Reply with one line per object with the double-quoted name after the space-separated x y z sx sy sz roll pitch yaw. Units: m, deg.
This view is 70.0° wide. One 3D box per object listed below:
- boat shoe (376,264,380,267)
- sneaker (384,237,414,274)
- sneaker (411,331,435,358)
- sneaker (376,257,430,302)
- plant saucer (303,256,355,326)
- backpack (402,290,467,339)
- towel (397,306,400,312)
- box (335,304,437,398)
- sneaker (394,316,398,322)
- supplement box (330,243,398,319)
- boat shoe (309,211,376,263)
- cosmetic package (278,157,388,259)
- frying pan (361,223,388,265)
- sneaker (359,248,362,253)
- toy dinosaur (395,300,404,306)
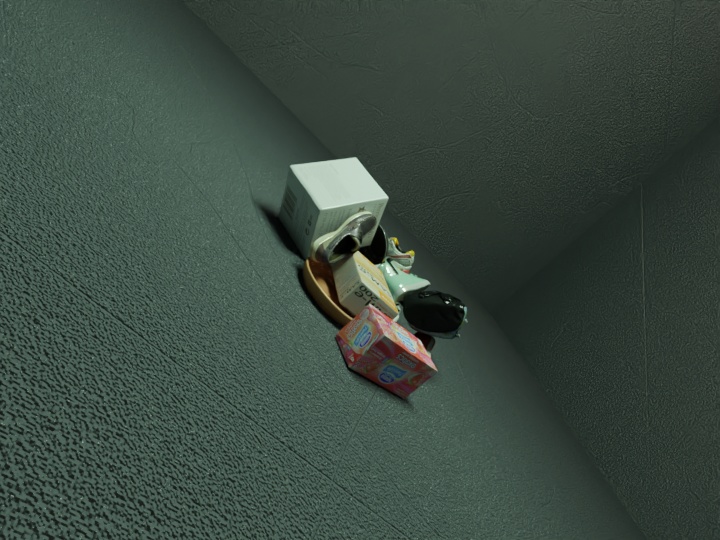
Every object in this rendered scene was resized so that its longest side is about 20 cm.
-0.002 0.004 1.386 0.201 0.075 0.086 23 22 -41 "boat shoe"
0.068 -0.069 1.483 0.199 0.083 0.078 32 15 9 "sneaker"
0.133 0.178 1.357 0.116 0.078 0.200 48 11 -6 "sneaker"
0.112 0.016 1.374 0.119 0.074 0.200 53 22 18 "sneaker"
-0.061 0.055 1.162 0.200 0.037 0.200 46 13 -13 "plant saucer"
0.207 0.116 1.368 0.161 0.156 0.200 9 14 17 "backpack"
0.051 0.040 1.618 0.152 0.023 0.201 38 15 -40 "towel"
0.055 0.171 1.060 0.200 0.102 0.095 39 15 -40 "box"
0.035 0.105 1.271 0.105 0.076 0.200 38 0 1 "sneaker"
0.005 0.036 1.189 0.126 0.073 0.201 41 15 -27 "supplement box"
-0.027 -0.070 1.177 0.064 0.199 0.073 30 -43 34 "boat shoe"
-0.071 -0.157 1.276 0.198 0.168 0.167 -15 54 -32 "cosmetic package"
0.019 -0.095 1.371 0.031 0.116 0.190 -9 41 -34 "frying pan"
-0.027 -0.099 1.421 0.199 0.070 0.078 39 28 9 "sneaker"
0.080 0.075 1.422 0.088 0.048 0.200 36 -6 -13 "toy dinosaur"
